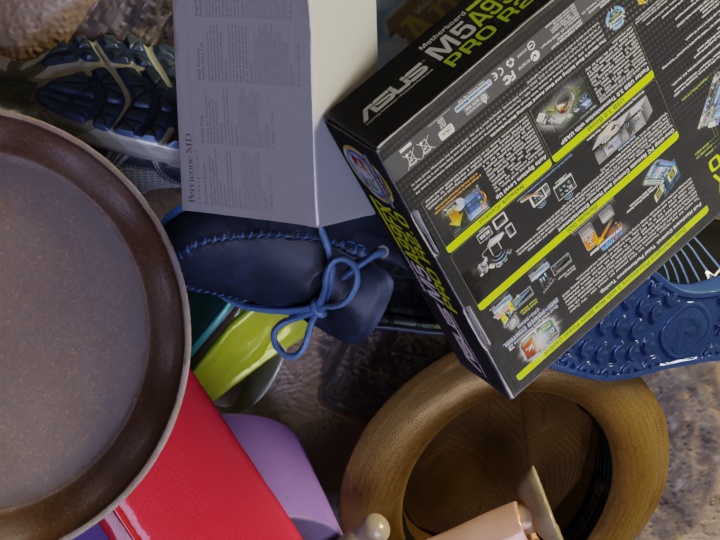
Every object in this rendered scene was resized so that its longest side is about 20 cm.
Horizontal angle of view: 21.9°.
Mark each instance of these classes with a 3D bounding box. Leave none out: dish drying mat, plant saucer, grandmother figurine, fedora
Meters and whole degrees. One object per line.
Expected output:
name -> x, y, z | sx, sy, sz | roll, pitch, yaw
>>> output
dish drying mat -> -0.077, 0.118, 0.878 | 0.077, 0.018, 0.201 | -37, 106, -19
plant saucer -> -0.174, 0.029, 0.818 | 0.199, 0.034, 0.201 | 0, 92, -6
grandmother figurine -> 0.014, 0.179, 0.982 | 0.199, 0.061, 0.122 | -21, 107, 4
fedora -> 0.072, 0.102, 1.029 | 0.199, 0.082, 0.201 | -7, 125, -10

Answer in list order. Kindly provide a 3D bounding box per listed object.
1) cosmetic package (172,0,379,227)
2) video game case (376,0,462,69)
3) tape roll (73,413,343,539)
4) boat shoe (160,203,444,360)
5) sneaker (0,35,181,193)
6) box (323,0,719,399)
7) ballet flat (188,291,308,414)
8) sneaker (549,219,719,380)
cosmetic package -> -0.037, -0.124, 0.799 | 0.051, 0.082, 0.201 | -17, 110, -51
video game case -> 0.089, -0.122, 0.918 | 0.200, 0.022, 0.182 | -38, 124, 12
tape roll -> -0.110, 0.158, 0.981 | 0.199, 0.066, 0.200 | -21, 152, -12
boat shoe -> 0.000, 0.000, 0.902 | 0.199, 0.069, 0.084 | 0, 149, -22
sneaker -> -0.145, -0.059, 0.876 | 0.199, 0.077, 0.085 | 6, 132, -10
box -> 0.099, -0.065, 0.822 | 0.200, 0.044, 0.160 | -41, 130, -11
ballet flat -> -0.100, 0.071, 0.973 | 0.200, 0.067, 0.067 | -43, 126, 13
sneaker -> 0.143, 0.008, 0.965 | 0.199, 0.078, 0.070 | 2, 116, -32
